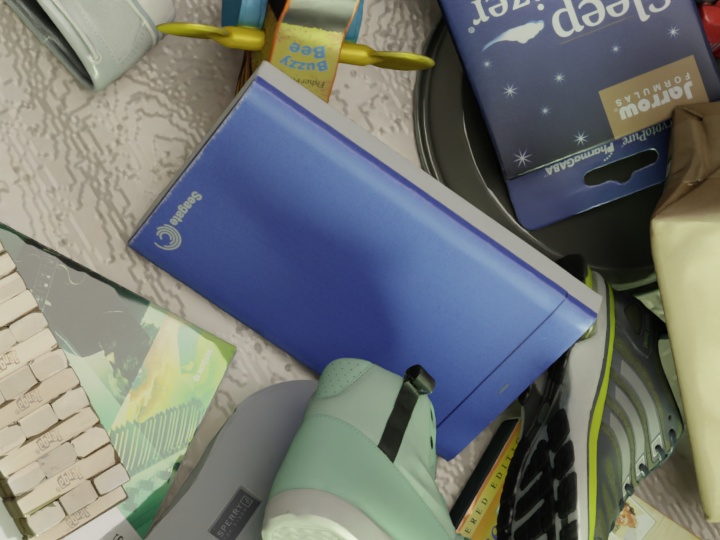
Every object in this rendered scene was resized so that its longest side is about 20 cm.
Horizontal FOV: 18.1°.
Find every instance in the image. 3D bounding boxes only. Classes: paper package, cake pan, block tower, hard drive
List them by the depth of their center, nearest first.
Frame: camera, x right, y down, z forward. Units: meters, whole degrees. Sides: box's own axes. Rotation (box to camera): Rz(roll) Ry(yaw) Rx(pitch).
[{"bbox_3d":[-0.176,0.032,1.055,0.054,0.058,0.200,-30,93,-16],"label":"block tower"},{"bbox_3d":[0.249,0.020,1.112,0.190,0.104,0.200,-4,126,17],"label":"paper package"},{"bbox_3d":[0.000,0.000,1.113,0.200,0.132,0.025,34,40,-9],"label":"hard drive"},{"bbox_3d":[0.128,-0.084,1.203,0.200,0.037,0.201,2,82,-16],"label":"cake pan"}]

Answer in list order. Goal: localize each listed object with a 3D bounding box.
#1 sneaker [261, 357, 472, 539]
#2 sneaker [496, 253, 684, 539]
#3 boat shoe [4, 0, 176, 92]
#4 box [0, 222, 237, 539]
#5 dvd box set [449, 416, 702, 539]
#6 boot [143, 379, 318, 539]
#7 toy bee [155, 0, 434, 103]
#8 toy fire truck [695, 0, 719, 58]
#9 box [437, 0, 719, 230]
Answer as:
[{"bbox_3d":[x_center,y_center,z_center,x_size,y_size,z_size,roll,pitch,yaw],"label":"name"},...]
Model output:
[{"bbox_3d":[0.037,0.126,1.088,0.200,0.074,0.118,49,43,-35],"label":"sneaker"},{"bbox_3d":[0.122,0.092,1.129,0.081,0.074,0.201,19,63,-22],"label":"sneaker"},{"bbox_3d":[-0.183,-0.169,1.113,0.200,0.072,0.069,45,73,-16],"label":"boat shoe"},{"bbox_3d":[-0.178,0.057,1.097,0.200,0.036,0.145,28,76,-12],"label":"box"},{"bbox_3d":[0.122,0.190,1.169,0.200,0.029,0.147,33,75,-10],"label":"dvd box set"},{"bbox_3d":[-0.070,0.134,1.101,0.074,0.096,0.200,40,40,6],"label":"boot"},{"bbox_3d":[-0.034,-0.128,1.091,0.131,0.109,0.201,-14,111,-8],"label":"toy bee"},{"bbox_3d":[0.212,-0.208,1.212,0.141,0.049,0.201,0,73,-25],"label":"toy fire truck"},{"bbox_3d":[0.104,-0.128,1.128,0.121,0.032,0.200,-21,102,1],"label":"box"}]
